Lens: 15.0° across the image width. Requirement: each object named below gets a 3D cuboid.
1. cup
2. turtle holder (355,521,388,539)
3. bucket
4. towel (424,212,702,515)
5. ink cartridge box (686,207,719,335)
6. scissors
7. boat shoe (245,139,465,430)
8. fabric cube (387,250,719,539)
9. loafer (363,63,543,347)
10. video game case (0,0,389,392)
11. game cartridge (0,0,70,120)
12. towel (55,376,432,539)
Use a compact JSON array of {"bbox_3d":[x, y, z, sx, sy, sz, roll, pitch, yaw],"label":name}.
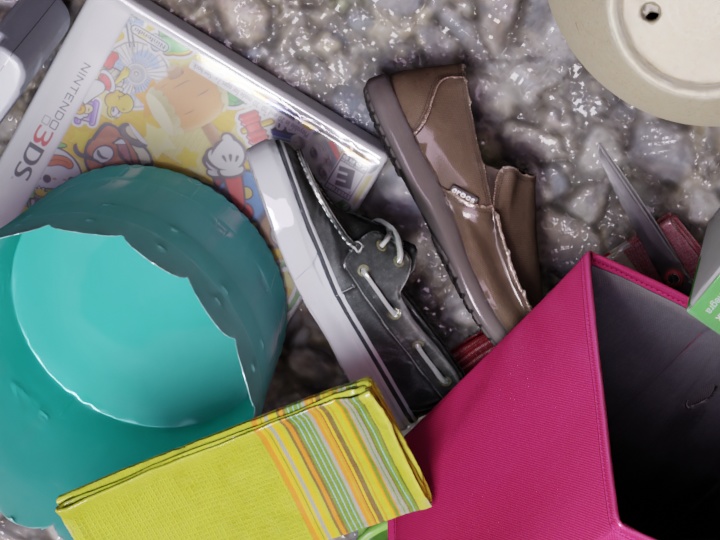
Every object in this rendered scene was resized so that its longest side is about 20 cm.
[{"bbox_3d":[0.188,-0.160,1.474,0.200,0.143,0.200,3,110,10],"label":"cup"},{"bbox_3d":[0.042,0.240,1.646,0.141,0.132,0.186,17,123,-2],"label":"turtle holder"},{"bbox_3d":[-0.143,0.044,1.588,0.207,0.135,0.207,5,113,12],"label":"bucket"},{"bbox_3d":[0.146,0.071,1.631,0.200,0.023,0.144,-33,103,21],"label":"towel"},{"bbox_3d":[0.290,0.025,1.520,0.200,0.147,0.083,35,114,-2],"label":"ink cartridge box"},{"bbox_3d":[0.192,0.011,1.580,0.073,0.014,0.200,-10,110,17],"label":"scissors"},{"bbox_3d":[0.000,0.000,1.593,0.071,0.072,0.200,-27,117,4],"label":"boat shoe"},{"bbox_3d":[0.150,0.149,1.513,0.200,0.196,0.199,24,129,-24],"label":"fabric cube"},{"bbox_3d":[0.073,-0.032,1.570,0.071,0.073,0.200,-27,96,0],"label":"loafer"},{"bbox_3d":[-0.111,-0.049,1.634,0.200,0.023,0.182,31,112,-2],"label":"video game case"},{"bbox_3d":[-0.240,-0.071,1.590,0.042,0.133,0.200,38,112,-4],"label":"game cartridge"},{"bbox_3d":[-0.065,0.129,1.524,0.200,0.018,0.086,-21,112,16],"label":"towel"}]
